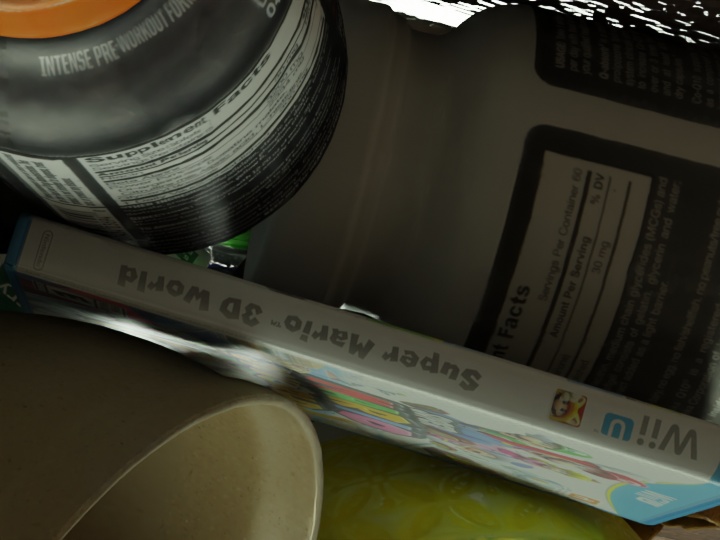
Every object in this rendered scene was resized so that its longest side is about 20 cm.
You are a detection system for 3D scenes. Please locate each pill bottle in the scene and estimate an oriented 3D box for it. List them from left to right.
[{"bbox_3d":[-0.061,-0.071,0.594,0.106,0.106,0.200,12,171,6],"label":"pill bottle"},{"bbox_3d":[0.072,-0.014,0.745,0.200,0.116,0.116,14,172,-5],"label":"pill bottle"}]

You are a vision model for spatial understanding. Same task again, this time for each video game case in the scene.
[{"bbox_3d":[0.002,0.032,0.707,0.200,0.018,0.143,17,170,-1],"label":"video game case"}]

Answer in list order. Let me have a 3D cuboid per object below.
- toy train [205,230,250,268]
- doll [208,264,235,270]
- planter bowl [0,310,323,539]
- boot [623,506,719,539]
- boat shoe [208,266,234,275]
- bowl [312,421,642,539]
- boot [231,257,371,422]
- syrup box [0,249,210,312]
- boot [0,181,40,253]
[{"bbox_3d":[-0.045,-0.035,0.990,0.042,0.056,0.200,13,172,-5],"label":"toy train"},{"bbox_3d":[-0.042,0.055,1.159,0.136,0.200,0.048,18,132,-31],"label":"doll"},{"bbox_3d":[-0.121,0.091,0.679,0.135,0.200,0.200,30,179,21],"label":"planter bowl"},{"bbox_3d":[0.074,0.028,0.931,0.071,0.144,0.201,19,170,-33],"label":"boot"},{"bbox_3d":[0.008,0.049,1.102,0.200,0.057,0.069,19,153,-30],"label":"boat shoe"},{"bbox_3d":[0.002,0.115,0.854,0.200,0.108,0.200,-11,138,-10],"label":"bowl"},{"bbox_3d":[0.000,0.000,0.925,0.073,0.151,0.200,47,-151,5],"label":"boot"},{"bbox_3d":[-0.132,0.032,0.926,0.079,0.081,0.200,40,-155,-5],"label":"syrup box"},{"bbox_3d":[-0.170,0.008,0.781,0.066,0.200,0.165,32,-163,-30],"label":"boot"}]
